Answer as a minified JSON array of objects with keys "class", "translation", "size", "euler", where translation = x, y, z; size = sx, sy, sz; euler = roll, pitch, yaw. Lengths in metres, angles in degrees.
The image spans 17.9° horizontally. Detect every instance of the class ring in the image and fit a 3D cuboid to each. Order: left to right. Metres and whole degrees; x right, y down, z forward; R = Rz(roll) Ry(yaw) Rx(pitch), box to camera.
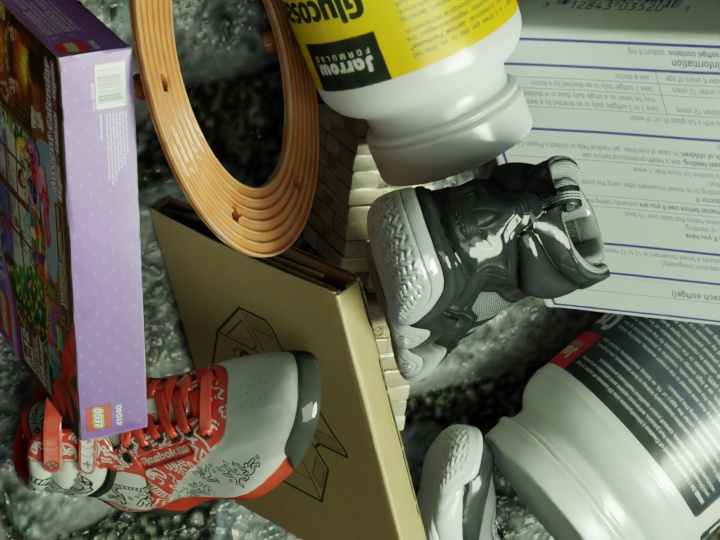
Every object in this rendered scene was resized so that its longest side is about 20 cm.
[{"class":"ring","translation":[-0.069,-0.104,1.136],"size":[0.019,0.201,0.201],"euler":[-11,127,23]}]

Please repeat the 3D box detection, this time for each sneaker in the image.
[{"class":"sneaker","translation":[-0.109,0.082,1.190],"size":[0.108,0.201,0.067],"euler":[15,66,-27]},{"class":"sneaker","translation":[0.065,0.000,1.162],"size":[0.113,0.200,0.076],"euler":[-15,77,-2]},{"class":"sneaker","translation":[0.089,0.180,1.383],"size":[0.113,0.076,0.201],"euler":[2,119,-4]}]

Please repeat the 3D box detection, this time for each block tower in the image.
[{"class":"block tower","translation":[0.000,0.000,1.281],"size":[0.054,0.058,0.201],"euler":[-5,116,-27]}]

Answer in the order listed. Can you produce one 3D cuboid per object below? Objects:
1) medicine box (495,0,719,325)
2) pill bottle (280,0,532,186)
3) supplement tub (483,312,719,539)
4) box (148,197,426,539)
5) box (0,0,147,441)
[{"class":"medicine box","translation":[0.174,-0.076,1.249],"size":[0.103,0.182,0.200],"euler":[-51,133,-37]},{"class":"pill bottle","translation":[0.014,-0.150,1.157],"size":[0.112,0.112,0.201],"euler":[-27,107,-15]},{"class":"supplement tub","translation":[0.187,0.082,1.368],"size":[0.200,0.140,0.141],"euler":[-40,125,-7]},{"class":"box","translation":[-0.037,0.068,1.228],"size":[0.021,0.163,0.201],"euler":[-34,126,-29]},{"class":"box","translation":[-0.149,-0.035,1.133],"size":[0.039,0.137,0.201],"euler":[-11,117,-22]}]
